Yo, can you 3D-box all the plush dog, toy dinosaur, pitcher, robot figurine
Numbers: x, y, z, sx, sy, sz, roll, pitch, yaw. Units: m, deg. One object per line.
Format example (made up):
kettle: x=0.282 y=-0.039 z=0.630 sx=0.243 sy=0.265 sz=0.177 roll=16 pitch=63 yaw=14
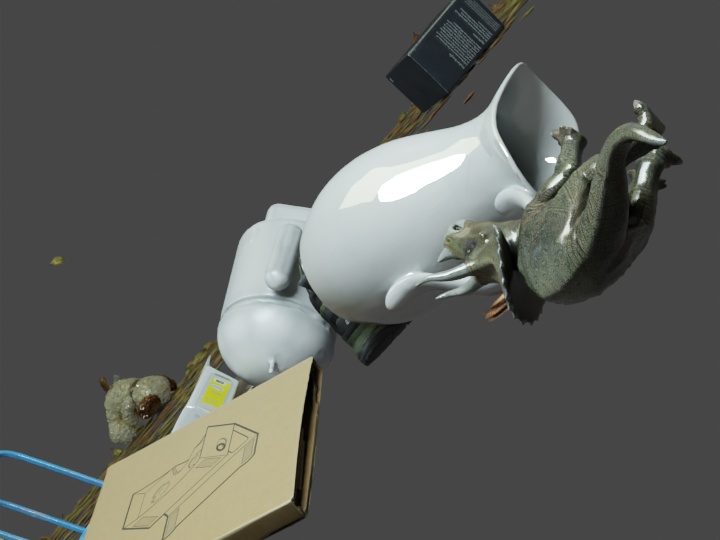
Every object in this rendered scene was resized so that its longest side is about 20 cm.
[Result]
plush dog: x=-0.544 y=0.311 z=2.820 sx=0.170 sy=0.162 sz=0.200 roll=-17 pitch=21 yaw=21
toy dinosaur: x=0.107 y=-0.019 z=0.543 sx=0.103 sy=0.076 sz=0.200 roll=-62 pitch=13 yaw=-9
pitcher: x=0.050 y=-0.026 z=0.773 sx=0.199 sy=0.121 sz=0.173 roll=-31 pitch=30 yaw=33
robot figurine: x=-0.074 y=0.031 z=1.098 sx=0.171 sy=0.111 sz=0.202 roll=90 pitch=-172 yaw=-52

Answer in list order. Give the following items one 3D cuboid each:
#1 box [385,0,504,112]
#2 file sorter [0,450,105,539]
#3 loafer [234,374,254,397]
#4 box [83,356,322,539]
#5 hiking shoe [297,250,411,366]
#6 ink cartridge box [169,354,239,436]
box: x=0.176 y=-0.463 z=2.413 sx=0.197 sy=0.124 sz=0.200 roll=-49 pitch=6 yaw=-11
file sorter: x=-0.281 y=0.267 z=0.916 sx=0.139 sy=0.121 sz=0.202 roll=-79 pitch=8 yaw=-77
loafer: x=-0.099 y=0.097 z=1.203 sx=0.201 sy=0.071 sz=0.073 roll=-52 pitch=7 yaw=-21
box: x=-0.116 y=0.155 z=0.811 sx=0.199 sy=0.021 sz=0.164 roll=-30 pitch=25 yaw=18
hiking shoe: x=0.000 y=0.000 z=0.951 sx=0.076 sy=0.101 sz=0.200 roll=-46 pitch=7 yaw=13
ink cartridge box: x=-0.166 y=0.190 z=1.021 sx=0.200 sy=0.047 sz=0.199 roll=-81 pitch=15 yaw=-83
